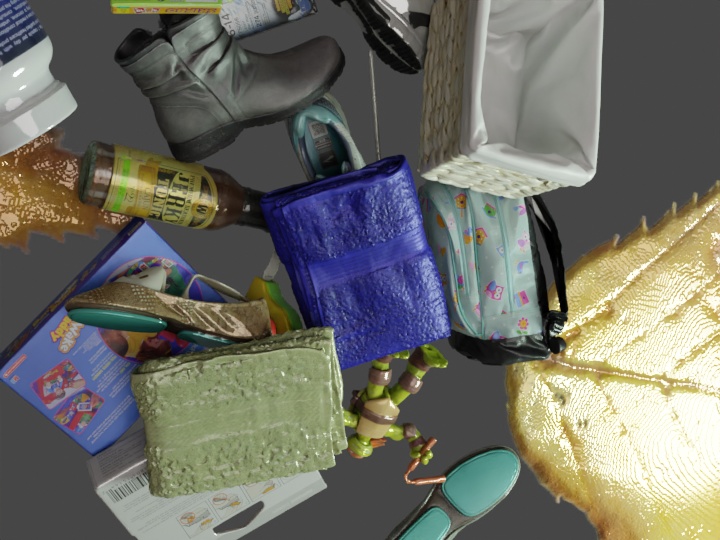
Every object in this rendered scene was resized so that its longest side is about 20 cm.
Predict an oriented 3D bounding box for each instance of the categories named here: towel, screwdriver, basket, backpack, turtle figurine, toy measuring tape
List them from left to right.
[{"bbox_3d":[-0.110,0.135,0.991,0.198,0.036,0.150,-11,111,-16],"label":"towel"},{"bbox_3d":[-0.077,0.030,1.064,0.073,0.074,0.201,23,96,-24],"label":"toy measuring tape"},{"bbox_3d":[0.000,0.000,1.017,0.146,0.050,0.202,-16,117,4],"label":"towel"},{"bbox_3d":[0.015,-0.126,1.090,0.029,0.028,0.202,-27,117,-44],"label":"screwdriver"},{"bbox_3d":[0.029,0.149,1.138,0.198,0.065,0.162,22,112,-15],"label":"turtle figurine"},{"bbox_3d":[0.131,-0.010,1.098,0.125,0.167,0.202,-12,99,-16],"label":"backpack"},{"bbox_3d":[0.138,-0.177,0.991,0.134,0.123,0.202,11,77,-22],"label":"basket"}]

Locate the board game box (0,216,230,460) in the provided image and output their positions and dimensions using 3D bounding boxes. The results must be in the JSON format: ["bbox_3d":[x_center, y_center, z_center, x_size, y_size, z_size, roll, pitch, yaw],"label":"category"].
[{"bbox_3d":[-0.237,0.065,1.027,0.200,0.045,0.135,-46,114,-6],"label":"board game box"}]

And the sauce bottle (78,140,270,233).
[{"bbox_3d":[-0.167,-0.075,1.012,0.198,0.065,0.065,10,99,-23],"label":"sauce bottle"}]

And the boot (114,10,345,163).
[{"bbox_3d":[-0.114,-0.197,0.967,0.199,0.070,0.132,-33,130,-12],"label":"boot"}]

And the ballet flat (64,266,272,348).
[{"bbox_3d":[-0.177,0.033,0.992,0.198,0.070,0.066,15,71,-25],"label":"ballet flat"}]

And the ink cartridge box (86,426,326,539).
[{"bbox_3d":[-0.151,0.207,1.072,0.199,0.045,0.177,-28,134,-8],"label":"ink cartridge box"}]

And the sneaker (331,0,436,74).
[{"bbox_3d":[0.011,-0.291,1.038,0.200,0.073,0.080,47,69,-28],"label":"sneaker"}]

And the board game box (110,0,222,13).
[{"bbox_3d":[-0.173,-0.323,0.907,0.094,0.030,0.202,-3,87,-13],"label":"board game box"}]

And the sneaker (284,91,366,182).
[{"bbox_3d":[-0.020,-0.081,1.045,0.077,0.086,0.201,-28,105,7],"label":"sneaker"}]

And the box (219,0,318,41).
[{"bbox_3d":[-0.133,-0.318,0.982,0.136,0.040,0.202,-23,110,-14],"label":"box"}]

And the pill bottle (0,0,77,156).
[{"bbox_3d":[-0.333,-0.203,0.889,0.115,0.116,0.201,-34,112,-11],"label":"pill bottle"}]

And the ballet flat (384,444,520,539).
[{"bbox_3d":[0.097,0.271,1.199,0.200,0.064,0.068,-41,87,-11],"label":"ballet flat"}]
